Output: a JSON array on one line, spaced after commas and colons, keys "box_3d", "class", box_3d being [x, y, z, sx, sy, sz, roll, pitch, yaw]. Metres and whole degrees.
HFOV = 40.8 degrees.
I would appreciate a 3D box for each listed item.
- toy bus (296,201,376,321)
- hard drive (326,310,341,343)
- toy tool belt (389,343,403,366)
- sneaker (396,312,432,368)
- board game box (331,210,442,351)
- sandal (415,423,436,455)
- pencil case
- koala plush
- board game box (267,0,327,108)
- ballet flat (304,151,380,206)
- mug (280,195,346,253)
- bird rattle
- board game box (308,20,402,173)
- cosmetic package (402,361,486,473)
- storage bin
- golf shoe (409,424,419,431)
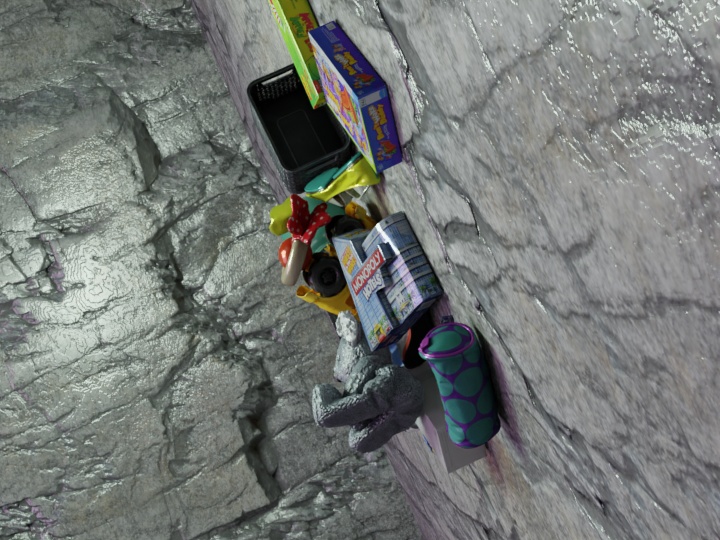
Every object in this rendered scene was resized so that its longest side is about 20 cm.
[{"box_3d": [0.000, 0.000, 1.801, 0.190, 0.202, 0.136, 30, 179, -10], "class": "toy bus"}, {"box_3d": [-0.027, 0.113, 2.064, 0.203, 0.037, 0.140, 65, -171, 8], "class": "hard drive"}, {"box_3d": [0.078, 0.187, 1.872, 0.123, 0.123, 0.203, -106, -8, -84], "class": "toy tool belt"}, {"box_3d": [0.078, 0.077, 1.724, 0.108, 0.066, 0.203, 54, 162, 39], "class": "sneaker"}, {"box_3d": [0.032, 0.000, 1.596, 0.202, 0.061, 0.200, 63, 150, 17], "class": "board game box"}, {"box_3d": [0.140, 0.303, 1.970, 0.087, 0.078, 0.202, 72, 173, -65], "class": "sandal"}, {"box_3d": [0.148, 0.170, 1.432, 0.086, 0.091, 0.202, -62, -37, -44], "class": "pencil case"}, {"box_3d": [0.015, 0.181, 1.711, 0.177, 0.182, 0.202, 44, -156, -43], "class": "koala plush"}, {"box_3d": [-0.094, -0.380, 1.609, 0.102, 0.047, 0.203, 171, 76, -83], "class": "board game box"}, {"box_3d": [-0.029, -0.145, 1.645, 0.067, 0.067, 0.199, 48, 149, -13], "class": "ballet flat"}, {"box_3d": [-0.075, -0.079, 2.107, 0.115, 0.182, 0.153, 58, 145, 30], "class": "mug"}, {"box_3d": [-0.104, -0.051, 1.739, 0.200, 0.110, 0.166, -144, 68, -73], "class": "bird rattle"}, {"box_3d": [-0.008, -0.254, 1.407, 0.201, 0.044, 0.136, -121, 11, -45], "class": "board game box"}, {"box_3d": [0.145, 0.253, 1.742, 0.200, 0.083, 0.109, -124, 15, -58], "class": "cosmetic package"}, {"box_3d": [-0.110, -0.260, 1.755, 0.094, 0.133, 0.202, 85, 159, -68], "class": "storage bin"}, {"box_3d": [0.092, 0.249, 2.065, 0.078, 0.093, 0.202, 76, 169, -60], "class": "golf shoe"}]
